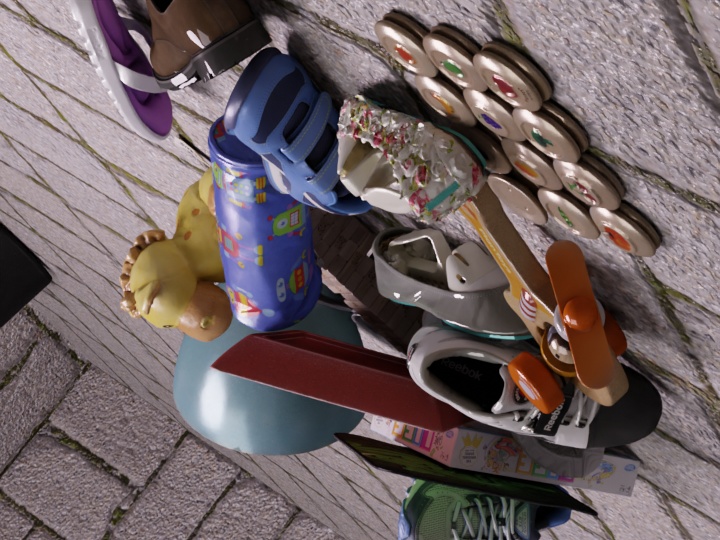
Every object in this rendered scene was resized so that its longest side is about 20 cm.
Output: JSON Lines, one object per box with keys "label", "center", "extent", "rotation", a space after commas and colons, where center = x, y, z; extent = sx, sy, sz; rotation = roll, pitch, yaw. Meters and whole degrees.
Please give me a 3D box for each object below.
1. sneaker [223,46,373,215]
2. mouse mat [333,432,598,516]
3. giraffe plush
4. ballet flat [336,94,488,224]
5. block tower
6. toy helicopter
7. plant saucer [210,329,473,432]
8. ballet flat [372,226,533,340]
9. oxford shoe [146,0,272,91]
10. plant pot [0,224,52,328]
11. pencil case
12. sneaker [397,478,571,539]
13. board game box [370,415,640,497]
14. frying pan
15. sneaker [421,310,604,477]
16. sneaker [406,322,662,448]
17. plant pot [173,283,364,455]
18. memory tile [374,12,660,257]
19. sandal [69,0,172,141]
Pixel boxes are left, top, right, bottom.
{"label": "sneaker", "center": [-0.038, -0.098, 1.542], "extent": [0.082, 0.074, 0.200], "rotation": [31, 174, 24]}
{"label": "mouse mat", "center": [0.086, 0.169, 1.759], "extent": [0.198, 0.008, 0.161], "rotation": [12, -177, -16]}
{"label": "giraffe plush", "center": [-0.147, -0.008, 1.975], "extent": [0.199, 0.163, 0.173], "rotation": [33, 167, 22]}
{"label": "ballet flat", "center": [0.018, -0.075, 1.417], "extent": [0.076, 0.064, 0.200], "rotation": [45, 174, -21]}
{"label": "block tower", "center": [0.000, 0.000, 1.827], "extent": [0.200, 0.058, 0.054], "rotation": [40, 169, -13]}
{"label": "toy helicopter", "center": [0.122, 0.013, 1.467], "extent": [0.201, 0.079, 0.132], "rotation": [55, 171, -13]}
{"label": "plant saucer", "center": [-0.004, 0.087, 1.773], "extent": [0.198, 0.037, 0.200], "rotation": [16, -177, 13]}
{"label": "ballet flat", "center": [0.071, 0.004, 1.619], "extent": [0.199, 0.067, 0.064], "rotation": [17, 126, 55]}
{"label": "oxford shoe", "center": [-0.119, -0.180, 1.515], "extent": [0.085, 0.072, 0.200], "rotation": [57, 164, -8]}
{"label": "plant pot", "center": [-0.676, -0.017, 3.553], "extent": [0.199, 0.199, 0.178], "rotation": [29, 153, 40]}
{"label": "pencil case", "center": [-0.073, -0.042, 1.711], "extent": [0.078, 0.086, 0.201], "rotation": [49, 155, 39]}
{"label": "sneaker", "center": [0.113, 0.207, 1.837], "extent": [0.085, 0.078, 0.199], "rotation": [14, -164, 40]}
{"label": "board game box", "center": [0.126, 0.153, 1.851], "extent": [0.199, 0.035, 0.134], "rotation": [13, -177, -31]}
{"label": "frying pan", "center": [0.013, 0.046, 1.948], "extent": [0.189, 0.031, 0.115], "rotation": [25, 170, 11]}
{"label": "sneaker", "center": [0.128, 0.090, 1.770], "extent": [0.200, 0.078, 0.099], "rotation": [48, 176, -8]}
{"label": "sneaker", "center": [0.129, 0.095, 1.581], "extent": [0.198, 0.075, 0.089], "rotation": [12, -171, 1]}
{"label": "plant pot", "center": [-0.085, 0.067, 2.093], "extent": [0.199, 0.199, 0.136], "rotation": [31, 133, 32]}
{"label": "memory tile", "center": [0.097, -0.082, 1.315], "extent": [0.153, 0.017, 0.200], "rotation": [26, 163, 49]}
{"label": "sandal", "center": [-0.183, -0.174, 1.732], "extent": [0.049, 0.083, 0.203], "rotation": [-11, 148, 13]}
